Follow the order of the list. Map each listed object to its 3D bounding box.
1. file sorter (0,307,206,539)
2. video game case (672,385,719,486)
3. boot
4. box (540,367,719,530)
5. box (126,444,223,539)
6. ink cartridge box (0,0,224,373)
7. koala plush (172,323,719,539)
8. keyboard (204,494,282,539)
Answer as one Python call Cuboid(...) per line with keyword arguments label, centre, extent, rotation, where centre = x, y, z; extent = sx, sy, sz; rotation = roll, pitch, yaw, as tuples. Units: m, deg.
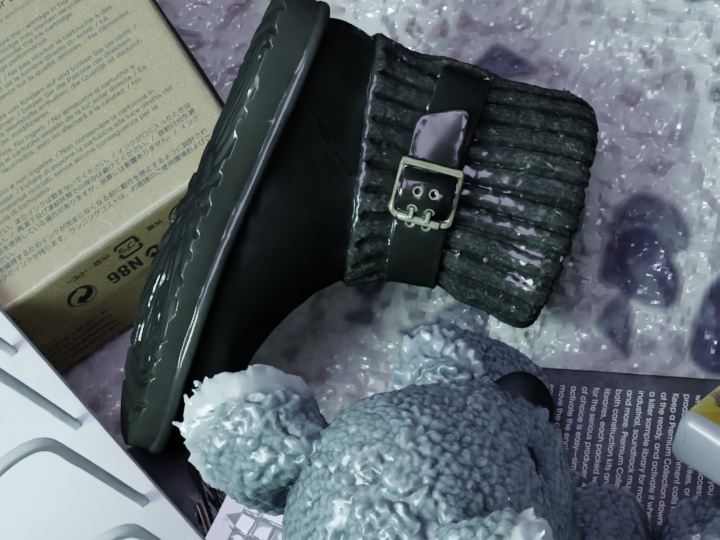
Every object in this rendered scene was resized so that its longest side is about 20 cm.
Cuboid(label="file sorter", centre=(-0.172, 0.091, 0.785), extent=(0.139, 0.125, 0.200), rotation=(-44, 66, -3))
Cuboid(label="video game case", centre=(0.242, 0.072, 0.733), extent=(0.199, 0.023, 0.182), rotation=(33, 42, 27))
Cuboid(label="boot", centre=(0.001, 0.000, 0.851), extent=(0.157, 0.079, 0.213), rotation=(23, 91, -13))
Cuboid(label="box", centre=(0.121, 0.115, 0.805), extent=(0.198, 0.036, 0.144), rotation=(3, 69, 20))
Cuboid(label="box", centre=(-0.131, 0.194, 0.841), extent=(0.199, 0.050, 0.200), rotation=(-24, 60, 5))
Cuboid(label="ink cartridge box", centre=(-0.159, -0.043, 0.943), extent=(0.199, 0.075, 0.165), rotation=(-34, 61, 1))
Cuboid(label="koala plush", centre=(0.032, 0.105, 0.704), extent=(0.177, 0.200, 0.184), rotation=(33, 81, 27))
Cuboid(label="keyboard", centre=(-0.070, 0.182, 0.796), extent=(0.056, 0.011, 0.201), rotation=(20, 72, 23))
